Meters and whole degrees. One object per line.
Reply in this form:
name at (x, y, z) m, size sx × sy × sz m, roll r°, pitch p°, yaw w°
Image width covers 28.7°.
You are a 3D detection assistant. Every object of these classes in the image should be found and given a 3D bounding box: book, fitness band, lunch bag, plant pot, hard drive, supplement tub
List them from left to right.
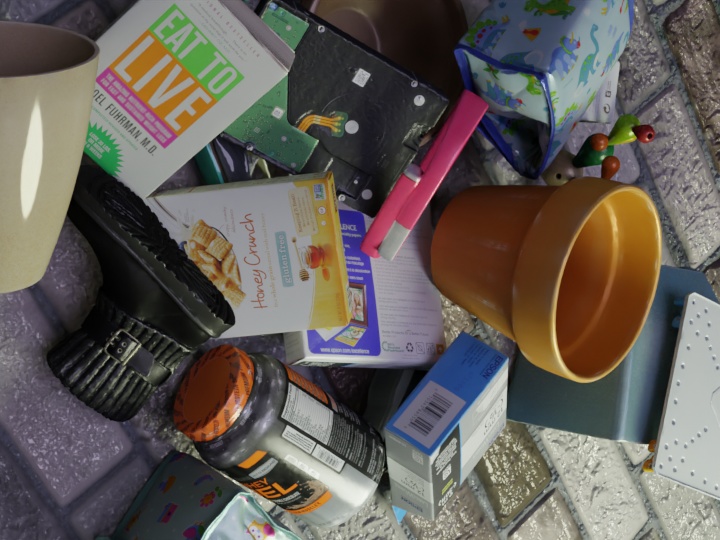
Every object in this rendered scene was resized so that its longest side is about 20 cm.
plant pot at (-0.314, -0.091, 1.179) m, size 0.186 × 0.187 × 0.202 m, roll -10°, pitch 118°, yaw -32°
book at (-0.175, -0.169, 1.242) m, size 0.200 × 0.048 × 0.134 m, roll -38°, pitch 110°, yaw 25°
lunch bag at (-0.173, 0.289, 1.323) m, size 0.122 × 0.170 × 0.200 m, roll 45°, pitch 77°, yaw -26°
supplement tub at (-0.081, 0.163, 1.392) m, size 0.200 × 0.122 × 0.123 m, roll 37°, pitch 78°, yaw -32°
hard drive at (-0.036, -0.154, 1.311) m, size 0.199 × 0.038 × 0.140 m, roll 26°, pitch 108°, yaw -21°
plant pot at (0.005, -0.218, 1.404) m, size 0.200 × 0.092 × 0.203 m, roll -6°, pitch 100°, yaw -33°
fitness band at (0.060, -0.089, 1.366) m, size 0.037 × 0.200 × 0.144 m, roll 33°, pitch 43°, yaw 1°
plant pot at (0.180, -0.008, 1.440) m, size 0.200 × 0.182 × 0.202 m, roll -22°, pitch 120°, yaw -44°
lunch bag at (0.188, -0.208, 1.392) m, size 0.171 × 0.127 × 0.200 m, roll -55°, pitch 150°, yaw -16°
plant pot at (0.305, 0.089, 1.602) m, size 0.195 × 0.195 × 0.202 m, roll 8°, pitch 88°, yaw -34°

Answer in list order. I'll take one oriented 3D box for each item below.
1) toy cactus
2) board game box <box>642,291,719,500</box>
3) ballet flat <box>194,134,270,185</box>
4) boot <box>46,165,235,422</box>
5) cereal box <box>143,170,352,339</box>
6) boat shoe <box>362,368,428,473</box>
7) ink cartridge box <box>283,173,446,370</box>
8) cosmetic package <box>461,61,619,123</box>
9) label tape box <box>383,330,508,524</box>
toy cactus at (0.250, -0.094, 1.543) m, size 0.102 × 0.165 × 0.201 m, roll -6°, pitch 124°, yaw -27°
board game box at (0.399, 0.150, 1.541) m, size 0.199 × 0.026 × 0.201 m, roll 23°, pitch 74°, yaw -32°
ballet flat at (-0.113, -0.066, 1.367) m, size 0.073 × 0.073 × 0.201 m, roll -23°, pitch 108°, yaw -28°
boot at (-0.234, 0.026, 1.276) m, size 0.157 × 0.080 × 0.211 m, roll -37°, pitch 104°, yaw 13°
cereal box at (-0.115, -0.010, 1.323) m, size 0.198 × 0.040 × 0.145 m, roll -7°, pitch 104°, yaw 8°
boat shoe at (0.026, 0.180, 1.495) m, size 0.060 × 0.075 × 0.201 m, roll 33°, pitch 80°, yaw -27°
ink cartridge box at (0.000, 0.000, 1.442) m, size 0.197 × 0.043 × 0.202 m, roll 6°, pitch 74°, yaw -40°
cosmetic package at (0.171, -0.204, 1.513) m, size 0.199 × 0.101 × 0.072 m, roll 3°, pitch 95°, yaw -35°
label tape box at (0.093, 0.181, 1.482) m, size 0.143 × 0.066 × 0.201 m, roll -48°, pitch 151°, yaw -27°
